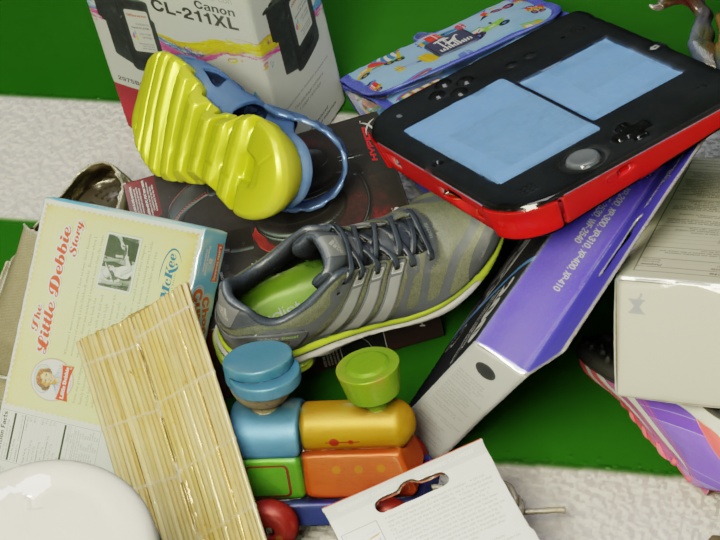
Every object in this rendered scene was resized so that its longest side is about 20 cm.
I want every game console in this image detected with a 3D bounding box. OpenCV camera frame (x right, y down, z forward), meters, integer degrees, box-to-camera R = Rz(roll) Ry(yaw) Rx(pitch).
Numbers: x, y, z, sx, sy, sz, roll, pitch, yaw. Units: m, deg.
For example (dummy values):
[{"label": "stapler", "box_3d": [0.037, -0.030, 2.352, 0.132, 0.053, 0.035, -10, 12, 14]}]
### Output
[{"label": "game console", "box_3d": [0.115, -0.094, 1.404, 0.177, 0.031, 0.200, -33, 31, -14]}]

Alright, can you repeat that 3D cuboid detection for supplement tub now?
[{"label": "supplement tub", "box_3d": [-0.153, 0.209, 1.267, 0.132, 0.200, 0.132, -7, 48, 8]}]

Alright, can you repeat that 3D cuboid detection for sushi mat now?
[{"label": "sushi mat", "box_3d": [-0.107, 0.117, 1.372, 0.096, 0.012, 0.200, -25, 76, 30]}]

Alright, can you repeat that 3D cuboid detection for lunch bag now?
[{"label": "lunch bag", "box_3d": [0.086, -0.122, 1.591, 0.150, 0.094, 0.200, -28, 31, -10]}]

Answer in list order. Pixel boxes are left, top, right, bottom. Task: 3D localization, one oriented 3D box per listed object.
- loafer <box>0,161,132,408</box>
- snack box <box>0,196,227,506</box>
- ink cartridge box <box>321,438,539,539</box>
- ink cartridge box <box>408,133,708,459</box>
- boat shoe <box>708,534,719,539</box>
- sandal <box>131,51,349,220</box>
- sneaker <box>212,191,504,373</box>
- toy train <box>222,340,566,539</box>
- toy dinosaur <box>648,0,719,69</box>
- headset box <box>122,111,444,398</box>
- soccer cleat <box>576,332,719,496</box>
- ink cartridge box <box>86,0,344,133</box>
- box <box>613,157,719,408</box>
[{"label": "loafer", "box_3d": [-0.205, 0.004, 1.547, 0.075, 0.068, 0.200, 9, 52, 20]}, {"label": "snack box", "box_3d": [-0.159, 0.062, 1.434, 0.116, 0.037, 0.201, 12, 89, 22]}, {"label": "ink cartridge box", "box_3d": [0.065, 0.203, 1.308, 0.109, 0.050, 0.200, -23, 55, -7]}, {"label": "ink cartridge box", "box_3d": [0.115, 0.003, 1.399, 0.043, 0.200, 0.198, 38, 60, -3]}, {"label": "boat shoe", "box_3d": [0.198, 0.228, 1.256, 0.068, 0.072, 0.200, 9, 52, 21]}, {"label": "sandal", "box_3d": [-0.078, -0.084, 1.501, 0.087, 0.080, 0.200, 2, 25, -38]}, {"label": "sneaker", "box_3d": [0.000, 0.000, 1.404, 0.200, 0.081, 0.074, -29, 65, -8]}, {"label": "toy train", "box_3d": [0.017, 0.096, 1.373, 0.199, 0.116, 0.085, -3, 31, 11]}, {"label": "toy dinosaur", "box_3d": [0.270, -0.136, 1.521, 0.200, 0.105, 0.182, -7, 60, -47]}, {"label": "headset box", "box_3d": [-0.062, -0.005, 1.517, 0.200, 0.075, 0.149, -16, 49, -1]}, {"label": "soccer cleat", "box_3d": [0.196, 0.092, 1.386, 0.068, 0.073, 0.200, -12, 25, -31]}, {"label": "ink cartridge box", "box_3d": [-0.106, -0.178, 1.597, 0.145, 0.200, 0.083, 17, 55, 26]}, {"label": "box", "box_3d": [0.216, 0.004, 1.392, 0.095, 0.078, 0.200, 7, 25, 18]}]
